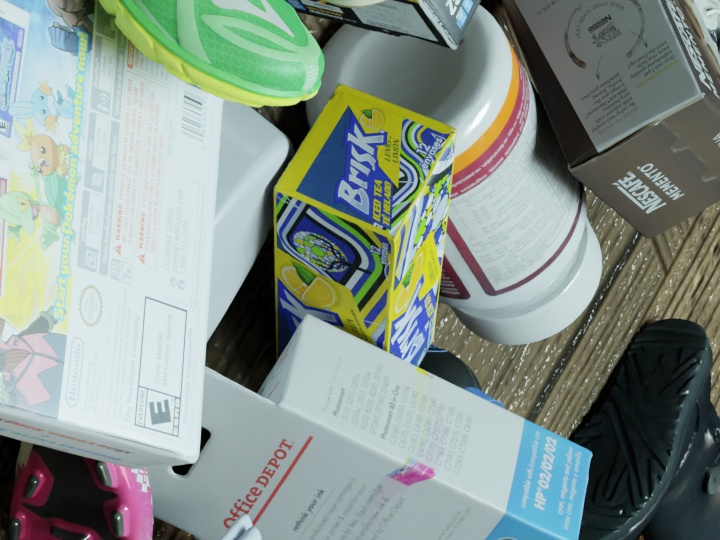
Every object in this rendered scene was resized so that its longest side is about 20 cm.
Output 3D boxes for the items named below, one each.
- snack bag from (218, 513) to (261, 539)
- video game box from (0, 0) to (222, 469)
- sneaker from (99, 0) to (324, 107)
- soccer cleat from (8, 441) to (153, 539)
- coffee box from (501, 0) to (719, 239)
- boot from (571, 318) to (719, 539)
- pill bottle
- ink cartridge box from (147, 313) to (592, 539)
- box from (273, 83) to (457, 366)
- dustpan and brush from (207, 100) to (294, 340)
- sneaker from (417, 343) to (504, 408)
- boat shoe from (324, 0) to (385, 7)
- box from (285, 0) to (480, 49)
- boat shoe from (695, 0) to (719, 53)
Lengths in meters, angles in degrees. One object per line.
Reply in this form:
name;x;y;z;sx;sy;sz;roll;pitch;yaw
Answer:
snack bag;-0.086;0.244;1.052;0.189;0.021;0.201;-46;137;-39
video game box;-0.133;-0.036;0.875;0.182;0.047;0.201;23;64;-48
sneaker;-0.074;-0.152;0.881;0.200;0.083;0.074;56;30;-5
soccer cleat;-0.118;0.062;1.007;0.086;0.070;0.201;-57;152;-52
coffee box;0.130;-0.132;1.187;0.113;0.080;0.201;34;32;-56
boot;0.202;0.156;1.527;0.200;0.076;0.169;-58;141;-34
pill bottle;0.056;-0.048;1.185;0.110;0.109;0.200;-61;146;-19
ink cartridge box;-0.003;0.100;1.092;0.115;0.199;0.068;-56;-169;41
box;0.000;0.000;1.099;0.070;0.064;0.200;-60;166;-27
dustpan and brush;-0.061;-0.051;1.048;0.200;0.057;0.140;-58;171;-29
sneaker;-0.013;0.122;1.202;0.200;0.078;0.070;-45;145;-5
boat shoe;-0.032;-0.201;0.922;0.073;0.201;0.069;-23;160;-10
box;0.010;-0.206;0.999;0.201;0.159;0.049;-63;145;-15
boat shoe;0.194;-0.147;1.394;0.200;0.065;0.072;-58;144;-23
